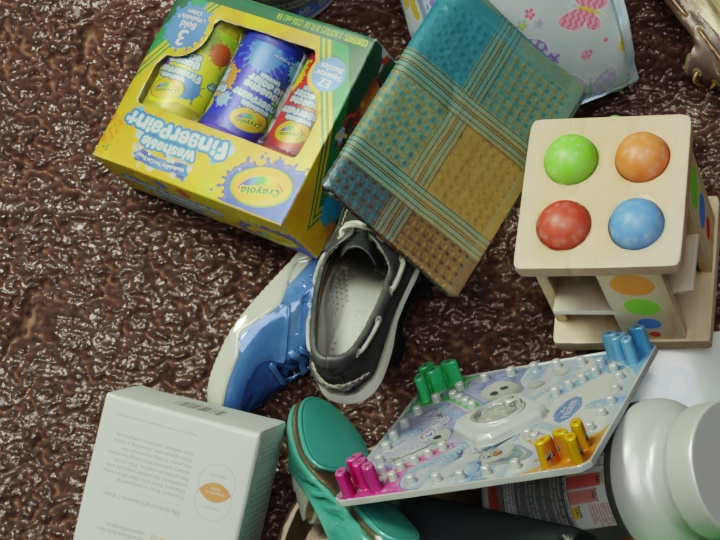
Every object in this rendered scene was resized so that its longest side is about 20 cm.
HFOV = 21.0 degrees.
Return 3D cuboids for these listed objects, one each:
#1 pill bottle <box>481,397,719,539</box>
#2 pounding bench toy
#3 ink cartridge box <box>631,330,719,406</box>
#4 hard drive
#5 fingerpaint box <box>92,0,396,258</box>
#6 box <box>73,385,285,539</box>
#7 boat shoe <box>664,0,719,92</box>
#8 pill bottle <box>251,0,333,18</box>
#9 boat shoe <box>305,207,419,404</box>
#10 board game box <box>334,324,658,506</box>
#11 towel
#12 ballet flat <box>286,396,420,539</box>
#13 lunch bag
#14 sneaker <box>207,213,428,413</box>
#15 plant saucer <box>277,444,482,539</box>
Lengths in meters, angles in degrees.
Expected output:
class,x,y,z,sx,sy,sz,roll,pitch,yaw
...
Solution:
class,x,y,z,sx,sy,sz,roll,pitch,yaw
pill bottle,0.193,0.155,1.406,0.199,0.115,0.117,-17,68,47
pounding bench toy,0.200,-0.064,1.474,0.123,0.156,0.202,-1,62,20
ink cartridge box,0.304,0.121,1.488,0.198,0.047,0.162,-17,74,4
hard drive,0.068,0.240,1.403,0.199,0.033,0.141,6,73,45
fingerpaint box,-0.089,-0.123,1.549,0.199,0.073,0.168,21,78,31
box,-0.144,0.201,1.463,0.123,0.097,0.202,14,93,9
boat shoe,0.294,-0.176,1.566,0.072,0.072,0.201,-33,84,28
pill bottle,-0.075,-0.283,1.554,0.112,0.200,0.115,-1,75,6
boat shoe,0.000,0.000,1.466,0.073,0.061,0.201,6,60,18
board game box,0.100,0.103,1.415,0.198,0.200,0.026,-12,108,27
towel,0.071,-0.101,1.471,0.146,0.022,0.201,39,74,-21
ballet flat,-0.017,0.174,1.452,0.071,0.067,0.200,-66,32,21
lunch bag,0.117,-0.218,1.556,0.168,0.127,0.202,-20,98,0
sneaker,-0.027,0.053,1.525,0.111,0.077,0.200,32,74,22
plant saucer,0.031,0.234,1.497,0.198,0.029,0.202,-1,75,5
